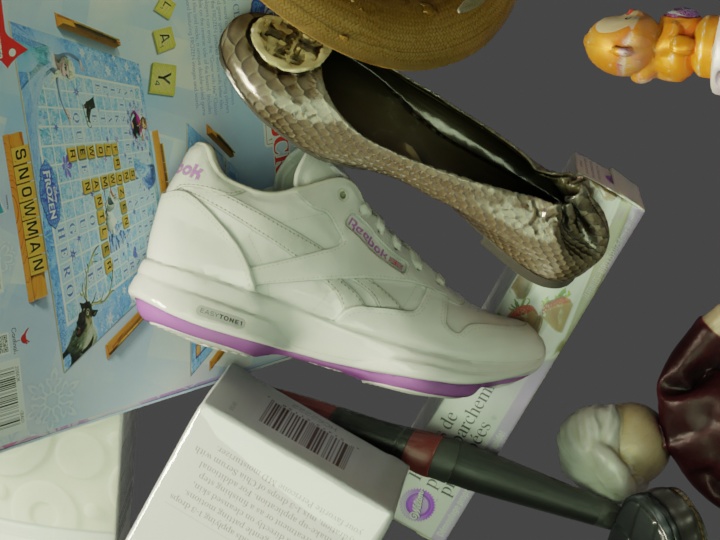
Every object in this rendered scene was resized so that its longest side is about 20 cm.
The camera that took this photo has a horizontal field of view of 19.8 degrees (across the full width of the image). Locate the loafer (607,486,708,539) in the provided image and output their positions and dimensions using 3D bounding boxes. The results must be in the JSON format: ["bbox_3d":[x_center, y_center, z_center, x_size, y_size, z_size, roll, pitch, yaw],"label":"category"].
[{"bbox_3d":[0.168,0.174,1.014,0.072,0.073,0.201,-23,133,-11],"label":"loafer"}]

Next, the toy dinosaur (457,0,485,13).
[{"bbox_3d":[0.081,-0.196,0.903,0.100,0.058,0.202,8,80,-15],"label":"toy dinosaur"}]

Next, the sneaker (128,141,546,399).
[{"bbox_3d":[0.000,0.000,0.928,0.198,0.075,0.101,15,85,-21],"label":"sneaker"}]

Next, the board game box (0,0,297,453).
[{"bbox_3d":[-0.105,-0.039,0.931,0.198,0.041,0.202,-16,112,-35],"label":"board game box"}]

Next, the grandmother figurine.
[{"bbox_3d":[0.192,0.069,1.000,0.198,0.061,0.122,-17,86,13],"label":"grandmother figurine"}]

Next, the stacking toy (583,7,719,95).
[{"bbox_3d":[0.199,-0.096,0.932,0.198,0.116,0.111,9,112,16],"label":"stacking toy"}]

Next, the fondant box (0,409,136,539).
[{"bbox_3d":[-0.183,0.045,1.017,0.143,0.058,0.202,5,107,2],"label":"fondant box"}]

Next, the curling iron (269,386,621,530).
[{"bbox_3d":[0.030,0.094,0.994,0.198,0.026,0.050,12,130,-6],"label":"curling iron"}]

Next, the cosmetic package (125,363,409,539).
[{"bbox_3d":[-0.069,0.157,0.952,0.101,0.071,0.201,30,105,0],"label":"cosmetic package"}]

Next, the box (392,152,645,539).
[{"bbox_3d":[0.072,0.039,1.005,0.038,0.041,0.201,28,107,-5],"label":"box"}]

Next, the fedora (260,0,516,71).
[{"bbox_3d":[-0.018,-0.172,0.902,0.201,0.201,0.082,51,144,-12],"label":"fedora"}]

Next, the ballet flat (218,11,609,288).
[{"bbox_3d":[0.028,-0.060,0.921,0.199,0.068,0.046,33,138,-8],"label":"ballet flat"}]
